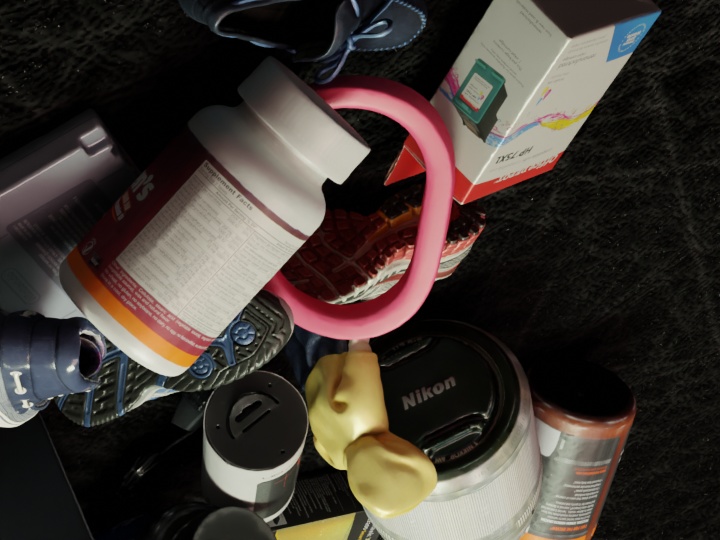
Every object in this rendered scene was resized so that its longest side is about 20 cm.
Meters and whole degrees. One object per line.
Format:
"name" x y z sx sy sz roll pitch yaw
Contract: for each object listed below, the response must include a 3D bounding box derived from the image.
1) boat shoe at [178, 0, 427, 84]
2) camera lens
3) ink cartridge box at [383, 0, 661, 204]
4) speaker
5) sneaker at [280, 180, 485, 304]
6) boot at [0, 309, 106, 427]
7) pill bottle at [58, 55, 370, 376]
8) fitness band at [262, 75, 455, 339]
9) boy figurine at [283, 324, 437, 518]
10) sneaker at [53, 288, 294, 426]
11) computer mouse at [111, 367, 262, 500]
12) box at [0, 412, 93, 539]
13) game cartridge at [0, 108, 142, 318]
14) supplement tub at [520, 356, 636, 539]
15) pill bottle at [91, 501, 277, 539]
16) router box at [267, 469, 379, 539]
"boat shoe" -0.035 -0.156 1.379 0.200 0.069 0.084 -1 139 -38
"camera lens" 0.068 0.146 1.812 0.160 0.160 0.200 -26 149 -6
"ink cartridge box" 0.110 -0.121 1.523 0.116 0.067 0.200 -22 152 -46
"speaker" -0.086 0.141 1.708 0.081 0.081 0.200 -22 165 -12
"sneaker" 0.000 0.000 1.626 0.200 0.078 0.082 -14 147 -23
"boot" -0.209 0.067 1.447 0.090 0.073 0.200 4 172 6
"pill bottle" -0.093 -0.036 1.413 0.200 0.110 0.110 -47 146 6
"fitness band" -0.010 -0.043 1.505 0.143 0.037 0.200 9 119 -2
"boy figurine" -0.006 0.097 1.644 0.064 0.200 0.124 -12 141 -27
"sneaker" -0.131 0.050 1.564 0.200 0.076 0.077 -17 -170 29
"computer mouse" -0.145 0.121 1.735 0.200 0.034 0.059 -45 167 32
"box" -0.260 0.240 1.645 0.123 0.200 0.198 -19 147 -15
"game cartridge" -0.199 -0.023 1.474 0.133 0.040 0.200 -33 149 -1
"supplement tub" 0.173 0.185 1.961 0.107 0.107 0.200 -7 126 -32
"pill bottle" -0.152 0.248 1.756 0.112 0.112 0.200 -2 167 -37
"router box" -0.074 0.263 1.968 0.157 0.052 0.200 -10 144 -29
